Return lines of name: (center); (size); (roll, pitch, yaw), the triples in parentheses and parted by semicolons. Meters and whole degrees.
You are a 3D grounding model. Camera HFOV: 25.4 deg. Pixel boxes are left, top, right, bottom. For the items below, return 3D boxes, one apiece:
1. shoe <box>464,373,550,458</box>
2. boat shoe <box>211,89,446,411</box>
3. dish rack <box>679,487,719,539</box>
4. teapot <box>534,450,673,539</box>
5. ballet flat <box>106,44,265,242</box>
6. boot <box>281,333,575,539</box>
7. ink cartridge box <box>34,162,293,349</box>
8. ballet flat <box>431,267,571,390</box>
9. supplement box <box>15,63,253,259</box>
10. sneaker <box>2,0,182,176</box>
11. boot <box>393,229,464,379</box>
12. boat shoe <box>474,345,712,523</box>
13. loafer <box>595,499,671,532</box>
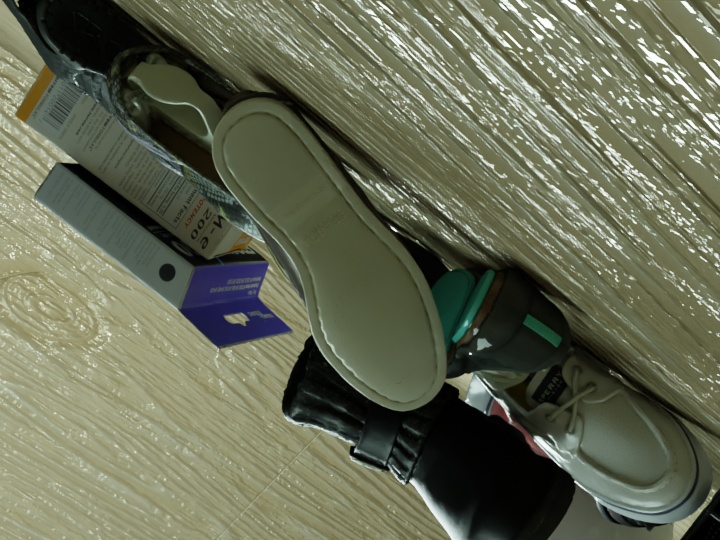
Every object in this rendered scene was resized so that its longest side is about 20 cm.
shoe: (0.132, 0.095, 1.178); (0.090, 0.072, 0.200); (20, 168, 13)
boat shoe: (-0.015, -0.013, 0.889); (0.201, 0.071, 0.060); (55, -174, -18)
dish rack: (0.255, 0.222, 0.925); (0.199, 0.154, 0.055); (37, -170, 2)
teapot: (0.147, 0.202, 1.300); (0.145, 0.199, 0.200); (30, -175, -33)
ballet flat: (-0.079, -0.075, 0.970); (0.199, 0.072, 0.072); (34, 176, 17)
boot: (0.032, 0.101, 0.959); (0.157, 0.080, 0.211); (36, -179, -11)
ink cartridge box: (-0.149, -0.016, 1.335); (0.199, 0.044, 0.198); (39, -169, 10)
ballet flat: (0.077, 0.038, 0.928); (0.068, 0.069, 0.200); (28, 178, -5)
supplement box: (-0.167, -0.099, 1.312); (0.199, 0.074, 0.126); (36, -170, 4)
sneaker: (-0.169, -0.141, 1.079); (0.200, 0.060, 0.104); (44, 173, -23)
boot: (0.000, 0.000, 1.169); (0.188, 0.069, 0.200); (37, 178, -5)
boat shoe: (0.130, 0.082, 0.987); (0.200, 0.071, 0.070); (43, -175, 42)
loafer: (0.201, 0.145, 1.108); (0.063, 0.072, 0.200); (29, 170, 33)
